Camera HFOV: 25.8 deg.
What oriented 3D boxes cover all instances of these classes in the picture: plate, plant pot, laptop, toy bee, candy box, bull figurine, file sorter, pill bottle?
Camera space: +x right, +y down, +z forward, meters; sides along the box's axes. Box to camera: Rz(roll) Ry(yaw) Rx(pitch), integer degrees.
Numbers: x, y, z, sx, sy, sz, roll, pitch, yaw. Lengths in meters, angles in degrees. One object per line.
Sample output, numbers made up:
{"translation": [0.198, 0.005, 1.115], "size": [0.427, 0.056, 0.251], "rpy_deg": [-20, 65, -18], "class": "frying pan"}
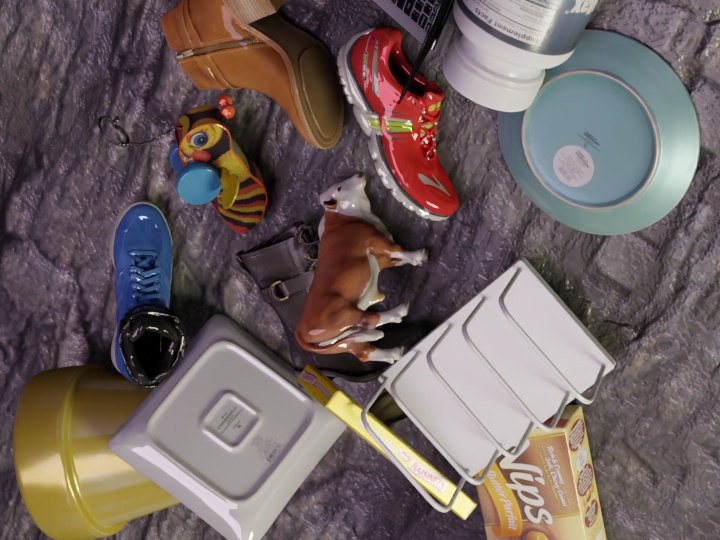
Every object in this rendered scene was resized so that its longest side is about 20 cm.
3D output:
{"translation": [-0.139, 0.168, 1.705], "size": [0.199, 0.200, 0.032], "rpy_deg": [35, 158, 12], "class": "plate"}
{"translation": [-0.268, 0.201, 1.801], "size": [0.188, 0.201, 0.202], "rpy_deg": [-10, 108, 16], "class": "plant pot"}
{"translation": [0.043, -0.285, 1.394], "size": [0.200, 0.115, 0.188], "rpy_deg": [46, 129, 30], "class": "laptop"}
{"translation": [-0.152, -0.119, 1.606], "size": [0.109, 0.200, 0.131], "rpy_deg": [-39, 60, 18], "class": "toy bee"}
{"translation": [0.185, 0.239, 1.627], "size": [0.115, 0.055, 0.201], "rpy_deg": [-2, 111, 30], "class": "candy box"}
{"translation": [0.216, -0.123, 1.461], "size": [0.199, 0.026, 0.201], "rpy_deg": [12, 118, 24], "class": "plate"}
{"translation": [0.000, 0.000, 1.575], "size": [0.121, 0.201, 0.065], "rpy_deg": [11, 155, 10], "class": "bull figurine"}
{"translation": [0.116, 0.115, 1.503], "size": [0.200, 0.125, 0.139], "rpy_deg": [-41, 92, 24], "class": "file sorter"}
{"translation": [0.149, -0.247, 1.383], "size": [0.119, 0.120, 0.201], "rpy_deg": [33, 125, 13], "class": "pill bottle"}
{"translation": [0.026, 0.172, 1.583], "size": [0.200, 0.026, 0.102], "rpy_deg": [41, 175, -21], "class": "candy box"}

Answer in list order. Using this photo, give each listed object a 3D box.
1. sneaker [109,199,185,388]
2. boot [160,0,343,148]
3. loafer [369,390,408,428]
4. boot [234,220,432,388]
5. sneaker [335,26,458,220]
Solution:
{"translation": [-0.231, 0.028, 1.715], "size": [0.111, 0.076, 0.201], "rpy_deg": [-156, 71, -64], "class": "sneaker"}
{"translation": [-0.110, -0.202, 1.592], "size": [0.154, 0.074, 0.201], "rpy_deg": [-16, 100, 39], "class": "boot"}
{"translation": [0.087, 0.126, 1.620], "size": [0.200, 0.076, 0.068], "rpy_deg": [-34, 87, 37], "class": "loafer"}
{"translation": [-0.032, 0.030, 1.650], "size": [0.199, 0.069, 0.175], "rpy_deg": [-14, 103, 34], "class": "boot"}
{"translation": [0.049, -0.142, 1.520], "size": [0.085, 0.077, 0.201], "rpy_deg": [-23, 100, 30], "class": "sneaker"}
